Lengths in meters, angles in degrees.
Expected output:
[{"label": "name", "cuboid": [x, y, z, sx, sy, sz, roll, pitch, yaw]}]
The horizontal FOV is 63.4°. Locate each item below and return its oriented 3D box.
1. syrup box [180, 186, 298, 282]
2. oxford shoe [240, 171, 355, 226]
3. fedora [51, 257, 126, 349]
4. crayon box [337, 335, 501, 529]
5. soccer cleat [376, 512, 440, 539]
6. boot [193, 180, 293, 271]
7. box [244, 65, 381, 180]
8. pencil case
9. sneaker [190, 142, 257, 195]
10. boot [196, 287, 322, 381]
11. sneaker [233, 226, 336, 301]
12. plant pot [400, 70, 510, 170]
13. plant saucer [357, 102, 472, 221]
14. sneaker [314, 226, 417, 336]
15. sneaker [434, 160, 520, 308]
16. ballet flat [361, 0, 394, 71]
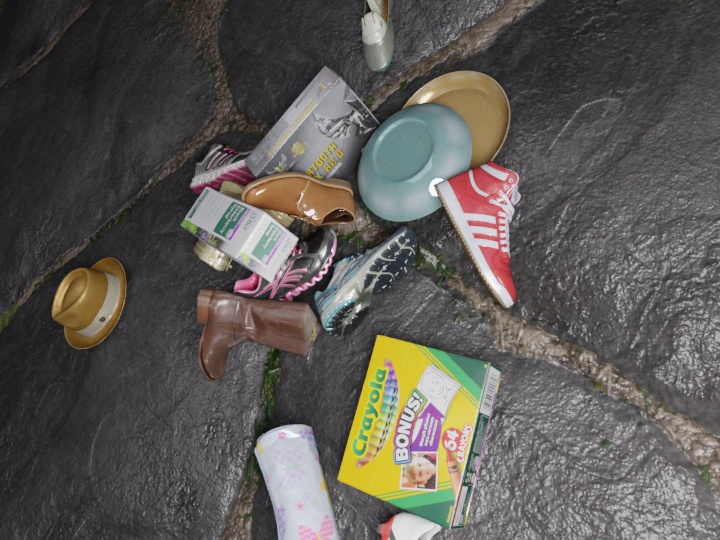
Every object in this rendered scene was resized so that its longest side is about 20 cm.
[{"label": "syrup box", "cuboid": [-0.192, -0.060, 0.910, 0.199, 0.081, 0.080, 25, 80, 47]}, {"label": "oxford shoe", "cuboid": [-0.090, -0.106, 0.916, 0.071, 0.196, 0.073, -48, 51, 49]}, {"label": "fedora", "cuboid": [-0.572, 0.059, 1.206, 0.197, 0.082, 0.205, -12, 66, 28]}, {"label": "crayon box", "cuboid": [0.076, 0.205, 0.769, 0.170, 0.058, 0.204, 9, 77, 34]}, {"label": "soccer cleat", "cuboid": [0.061, 0.401, 0.700, 0.084, 0.068, 0.204, -13, 61, 31]}, {"label": "boot", "cuboid": [-0.213, -0.067, 1.042, 0.198, 0.073, 0.158, 23, 84, 37]}, {"label": "box", "cuboid": [-0.070, -0.204, 0.955, 0.200, 0.158, 0.048, -47, 55, 6]}, {"label": "pencil case", "cuboid": [-0.087, 0.319, 0.810, 0.089, 0.084, 0.203, -18, 60, -1]}, {"label": "sneaker", "cuboid": [-0.249, -0.209, 1.117, 0.197, 0.073, 0.089, -12, 71, 32]}, {"label": "boot", "cuboid": [-0.161, 0.120, 0.943, 0.195, 0.189, 0.065, 8, 35, 6]}, {"label": "sneaker", "cuboid": [-0.125, -0.006, 0.944, 0.200, 0.095, 0.079, -43, 31, 9]}, {"label": "plant pot", "cuboid": [0.140, -0.216, 0.911, 0.197, 0.027, 0.204, -12, 66, 28]}, {"label": "plant saucer", "cuboid": [0.072, -0.177, 0.899, 0.198, 0.039, 0.205, -12, 65, 28]}, {"label": "sneaker", "cuboid": [0.000, 0.000, 0.885, 0.200, 0.077, 0.087, -46, 52, 8]}, {"label": "sneaker", "cuboid": [0.190, -0.058, 0.794, 0.111, 0.071, 0.203, -27, 70, 8]}, {"label": "ballet flat", "cuboid": [0.025, -0.457, 1.051, 0.066, 0.063, 0.204, -6, 69, 29]}]
